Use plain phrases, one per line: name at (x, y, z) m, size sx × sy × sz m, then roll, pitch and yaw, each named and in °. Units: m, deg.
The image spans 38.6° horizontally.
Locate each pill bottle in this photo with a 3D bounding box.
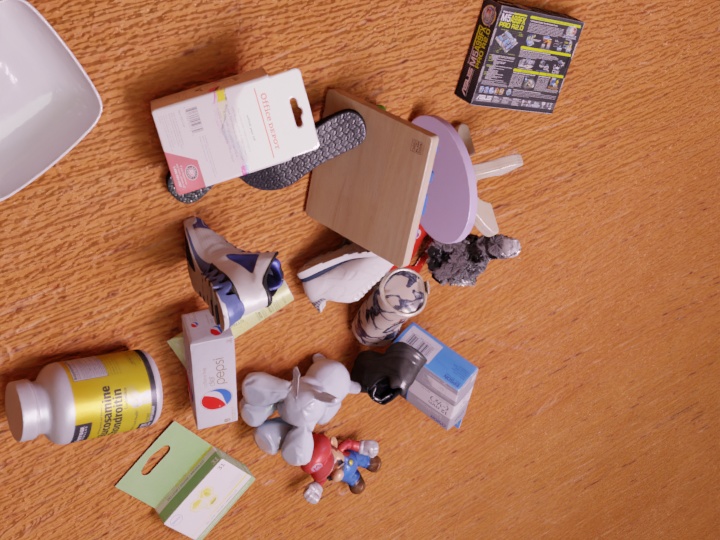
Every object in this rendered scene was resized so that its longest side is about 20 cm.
pill bottle at (-0.386, 0.179, 1.436) m, size 0.198 × 0.112 × 0.114 m, roll -8°, pitch 123°, yaw -35°

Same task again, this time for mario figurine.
mario figurine at (-0.033, 0.360, 1.841) m, size 0.199 × 0.105 × 0.126 m, roll 28°, pitch 64°, yaw -53°

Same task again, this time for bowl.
bowl at (-0.423, -0.201, 1.182) m, size 0.200 × 0.074 × 0.201 m, roll -42°, pitch 135°, yaw -10°

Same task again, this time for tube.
tube at (-0.195, 0.078, 1.571) m, size 0.198 × 0.052 × 0.059 m, roll -32°, pitch 97°, yaw -8°

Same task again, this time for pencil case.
pencil case at (0.049, 0.062, 1.667) m, size 0.088 × 0.079 × 0.200 m, roll -15°, pitch 165°, yaw -19°

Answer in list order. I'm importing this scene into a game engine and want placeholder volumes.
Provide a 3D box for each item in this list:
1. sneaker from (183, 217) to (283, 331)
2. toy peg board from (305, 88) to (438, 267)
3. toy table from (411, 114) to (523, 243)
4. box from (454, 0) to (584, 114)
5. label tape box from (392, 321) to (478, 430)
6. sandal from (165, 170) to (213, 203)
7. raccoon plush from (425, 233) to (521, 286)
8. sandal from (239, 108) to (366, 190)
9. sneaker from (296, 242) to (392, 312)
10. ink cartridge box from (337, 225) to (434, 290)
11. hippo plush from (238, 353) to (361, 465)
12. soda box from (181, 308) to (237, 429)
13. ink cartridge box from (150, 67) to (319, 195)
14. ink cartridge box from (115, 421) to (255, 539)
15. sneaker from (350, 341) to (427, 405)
sneaker at (-0.171, 0.001, 1.429) m, size 0.114 × 0.200 × 0.082 m, roll -14°, pitch 131°, yaw -21°
toy peg board at (0.036, -0.144, 1.516) m, size 0.097 × 0.198 × 0.203 m, roll -19°, pitch 130°, yaw -47°
toy table at (0.154, -0.146, 1.625) m, size 0.116 × 0.182 × 0.204 m, roll -6°, pitch 89°, yaw -46°
box at (0.259, -0.343, 1.661) m, size 0.198 × 0.044 × 0.162 m, roll -2°, pitch 118°, yaw -38°
label tape box at (0.117, 0.203, 1.794) m, size 0.066 × 0.142 × 0.201 m, roll -42°, pitch 156°, yaw -33°
sandal at (-0.188, -0.176, 1.412) m, size 0.199 × 0.048 × 0.076 m, roll -37°, pitch 122°, yaw 6°
raccoon plush at (0.206, -0.010, 1.741) m, size 0.133 × 0.198 × 0.098 m, roll 13°, pitch 87°, yaw -51°
sandal at (-0.085, -0.174, 1.468) m, size 0.197 × 0.045 × 0.076 m, roll -22°, pitch 118°, yaw 3°
sneaker at (0.000, 0.000, 1.591) m, size 0.081 × 0.198 × 0.076 m, roll 65°, pitch 26°, yaw -12°
ink cartridge box at (0.060, -0.039, 1.697) m, size 0.198 × 0.050 × 0.164 m, roll 18°, pitch 106°, yaw -41°
hippo plush at (-0.097, 0.196, 1.689) m, size 0.161 × 0.158 × 0.202 m, roll -42°, pitch 162°, yaw -53°
soda box at (-0.226, 0.149, 1.546) m, size 0.067 × 0.064 × 0.202 m, roll -11°, pitch 136°, yaw -16°
ink cartridge box at (-0.163, -0.189, 1.346) m, size 0.197 × 0.068 × 0.118 m, roll -17°, pitch 112°, yaw -6°
ink cartridge box at (-0.282, 0.348, 1.679) m, size 0.146 × 0.048 × 0.200 m, roll -47°, pitch 139°, yaw -2°
sneaker at (0.030, 0.182, 1.721) m, size 0.075 × 0.200 × 0.092 m, roll 34°, pitch 61°, yaw -13°
